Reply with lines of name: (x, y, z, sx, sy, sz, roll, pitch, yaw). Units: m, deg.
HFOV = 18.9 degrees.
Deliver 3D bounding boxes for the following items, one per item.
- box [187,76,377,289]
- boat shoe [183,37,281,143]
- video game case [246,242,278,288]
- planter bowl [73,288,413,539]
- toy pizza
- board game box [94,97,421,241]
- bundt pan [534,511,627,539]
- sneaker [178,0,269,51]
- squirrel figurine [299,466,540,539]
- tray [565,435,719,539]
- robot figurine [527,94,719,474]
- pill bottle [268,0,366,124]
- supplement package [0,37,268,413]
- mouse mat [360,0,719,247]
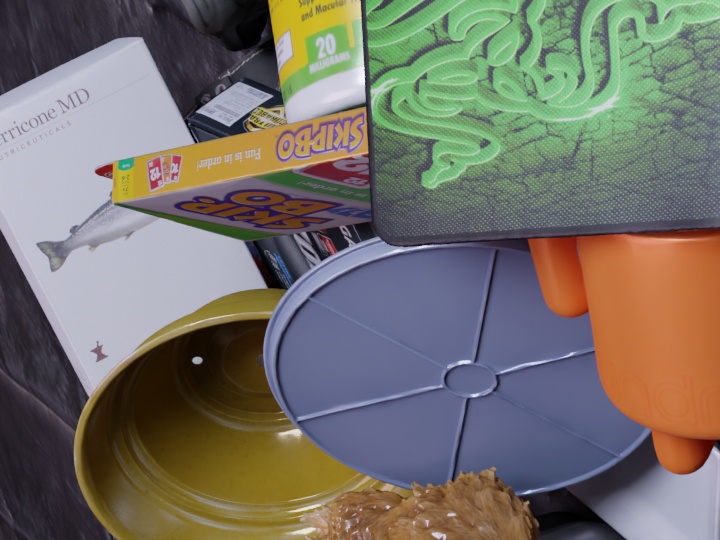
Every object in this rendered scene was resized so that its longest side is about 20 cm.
box: (0.000, 0.000, 1.175, 0.159, 0.046, 0.200, 28, 150, 53)
boat shoe: (-0.093, -0.066, 1.315, 0.200, 0.057, 0.067, -53, 50, 40)
video game case: (-0.062, 0.004, 1.338, 0.143, 0.017, 0.201, 46, 126, 44)
planter bowl: (-0.050, 0.071, 1.150, 0.084, 0.200, 0.201, -94, 2, -49)
toy pizza: (0.053, 0.041, 1.044, 0.201, 0.199, 0.032, 96, 180, -48)
board game box: (-0.025, -0.043, 1.002, 0.199, 0.095, 0.030, -5, 76, 40)
bundt pan: (0.130, 0.219, 1.184, 0.202, 0.076, 0.202, 45, 149, 36)
sneaker: (-0.048, -0.179, 1.194, 0.076, 0.114, 0.199, 60, -177, 0)
squirrel figurine: (0.053, 0.194, 1.096, 0.187, 0.141, 0.201, 137, 110, -76)
tray: (0.127, 0.081, 1.131, 0.200, 0.022, 0.108, 40, 146, 43)
robot figurine: (0.148, -0.012, 0.895, 0.144, 0.116, 0.201, 35, 143, 56)
pill bottle: (0.007, -0.164, 1.000, 0.111, 0.111, 0.201, 146, 117, -65)
supplement package: (-0.137, -0.020, 1.239, 0.201, 0.117, 0.117, 63, 171, -12)
mouse mat: (0.078, -0.093, 0.849, 0.199, 0.008, 0.162, -3, 90, 40)
